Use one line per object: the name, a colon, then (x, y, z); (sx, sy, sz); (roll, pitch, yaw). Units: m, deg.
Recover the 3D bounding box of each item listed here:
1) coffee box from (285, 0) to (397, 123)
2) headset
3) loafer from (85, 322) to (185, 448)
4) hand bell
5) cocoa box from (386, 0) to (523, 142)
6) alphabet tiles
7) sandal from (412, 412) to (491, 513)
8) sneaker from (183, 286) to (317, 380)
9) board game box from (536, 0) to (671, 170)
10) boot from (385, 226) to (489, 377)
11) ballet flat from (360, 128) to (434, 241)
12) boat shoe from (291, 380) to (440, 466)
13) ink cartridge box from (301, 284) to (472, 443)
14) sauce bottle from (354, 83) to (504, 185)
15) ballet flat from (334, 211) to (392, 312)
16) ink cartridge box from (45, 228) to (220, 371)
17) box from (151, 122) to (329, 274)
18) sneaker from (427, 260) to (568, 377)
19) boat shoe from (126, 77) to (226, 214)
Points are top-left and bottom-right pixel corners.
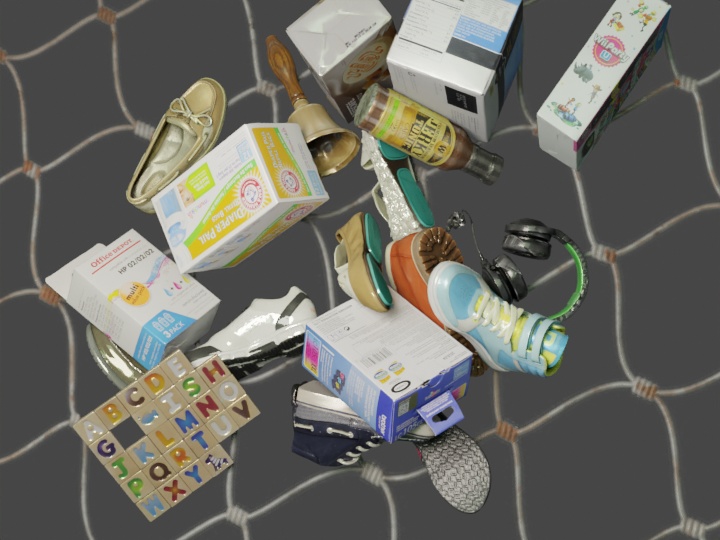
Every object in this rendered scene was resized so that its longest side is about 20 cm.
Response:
coffee box: (-0.012, -0.276, 1.582); (0.114, 0.200, 0.080); (-38, 77, 0)
headset: (0.195, -0.013, 1.565); (0.199, 0.094, 0.124); (33, 86, 0)
loafer: (-0.279, 0.138, 1.624); (0.070, 0.075, 0.200); (-40, 88, -4)
hand bell: (-0.084, -0.230, 1.658); (0.103, 0.104, 0.201); (-26, 65, 3)
cocoa box: (0.122, -0.266, 1.561); (0.132, 0.200, 0.132); (22, 83, 10)
alphabet tiles: (-0.234, 0.201, 1.580); (0.199, 0.008, 0.168); (-35, 109, 0)
sandal: (0.100, 0.218, 1.572); (0.075, 0.045, 0.201); (-36, 63, -2)
sneaker: (-0.145, 0.086, 1.618); (0.198, 0.074, 0.081); (-20, 65, 0)
board game box: (0.301, -0.238, 1.558); (0.064, 0.148, 0.201); (33, 87, 13)
boot: (0.099, 0.042, 1.585); (0.075, 0.107, 0.202); (-30, 102, -33)
ballet flat: (0.034, -0.127, 1.624); (0.071, 0.072, 0.202); (-19, 77, 5)
boat shoe: (0.003, 0.204, 1.562); (0.198, 0.075, 0.094); (13, 103, 23)
ink cartridge box: (0.042, 0.117, 1.514); (0.136, 0.077, 0.200); (-27, 47, -32)
sauce bottle: (0.091, -0.169, 1.589); (0.198, 0.065, 0.065); (24, 84, -15)
ballet flat: (0.000, 0.000, 1.563); (0.063, 0.201, 0.069); (-27, 119, 12)
ink cartridge box: (-0.296, 0.026, 1.614); (0.199, 0.068, 0.115); (37, 44, 12)
box: (-0.153, -0.090, 1.577); (0.199, 0.101, 0.113); (-33, 75, 36)
sneaker: (0.175, 0.058, 1.491); (0.130, 0.200, 0.080); (9, 65, 48)
boat shoe: (-0.246, -0.170, 1.668); (0.073, 0.063, 0.202); (33, 87, 12)
